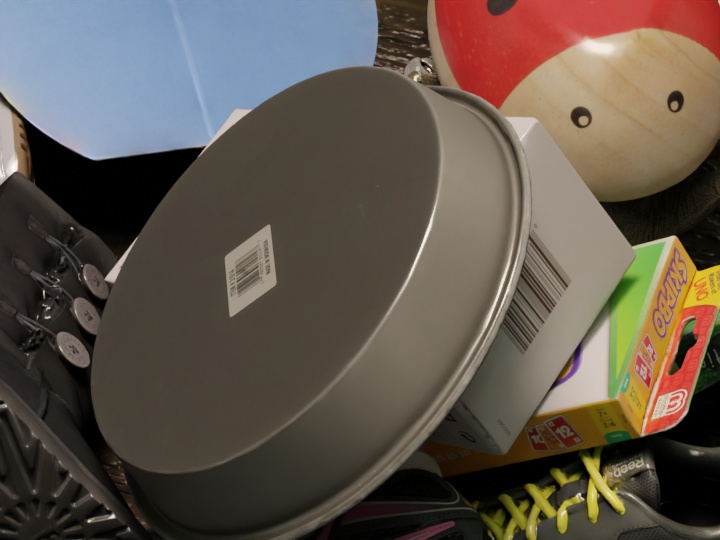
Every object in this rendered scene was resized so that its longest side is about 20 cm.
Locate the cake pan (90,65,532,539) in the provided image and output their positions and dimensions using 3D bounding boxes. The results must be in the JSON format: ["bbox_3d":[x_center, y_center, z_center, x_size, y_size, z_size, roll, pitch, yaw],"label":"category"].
[{"bbox_3d":[-0.026,0.007,0.853,0.199,0.037,0.201,-30,39,28],"label":"cake pan"}]

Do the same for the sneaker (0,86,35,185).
[{"bbox_3d":[-0.220,-0.070,1.112,0.111,0.072,0.200,-11,36,-15],"label":"sneaker"}]

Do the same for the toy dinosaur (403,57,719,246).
[{"bbox_3d":[0.111,-0.043,1.086,0.199,0.077,0.102,31,64,24],"label":"toy dinosaur"}]

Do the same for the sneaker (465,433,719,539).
[{"bbox_3d":[0.085,0.098,0.915,0.198,0.085,0.075,-4,43,-2],"label":"sneaker"}]

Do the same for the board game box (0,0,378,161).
[{"bbox_3d":[-0.091,-0.115,1.118,0.198,0.039,0.159,-9,61,-18],"label":"board game box"}]

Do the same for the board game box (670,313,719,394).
[{"bbox_3d":[0.159,0.019,0.999,0.199,0.024,0.105,-26,11,-22],"label":"board game box"}]

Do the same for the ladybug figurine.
[{"bbox_3d":[0.098,-0.120,1.055,0.135,0.072,0.201,-14,49,-7],"label":"ladybug figurine"}]

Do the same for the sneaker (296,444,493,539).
[{"bbox_3d":[-0.030,0.145,0.847,0.200,0.080,0.086,-45,60,-8],"label":"sneaker"}]

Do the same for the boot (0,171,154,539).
[{"bbox_3d":[-0.121,0.064,0.959,0.065,0.166,0.200,-27,20,8],"label":"boot"}]

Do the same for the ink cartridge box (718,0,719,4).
[{"bbox_3d":[0.229,-0.118,1.136,0.144,0.085,0.200,-30,50,-26],"label":"ink cartridge box"}]

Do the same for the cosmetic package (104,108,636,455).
[{"bbox_3d":[0.000,0.000,0.949,0.199,0.085,0.108,6,54,50],"label":"cosmetic package"}]

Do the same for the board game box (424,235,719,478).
[{"bbox_3d":[0.052,0.042,0.947,0.199,0.030,0.096,-13,35,34],"label":"board game box"}]
